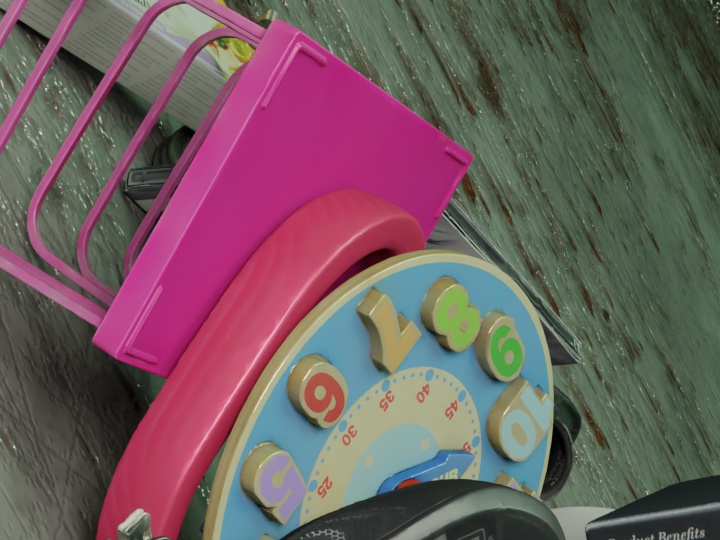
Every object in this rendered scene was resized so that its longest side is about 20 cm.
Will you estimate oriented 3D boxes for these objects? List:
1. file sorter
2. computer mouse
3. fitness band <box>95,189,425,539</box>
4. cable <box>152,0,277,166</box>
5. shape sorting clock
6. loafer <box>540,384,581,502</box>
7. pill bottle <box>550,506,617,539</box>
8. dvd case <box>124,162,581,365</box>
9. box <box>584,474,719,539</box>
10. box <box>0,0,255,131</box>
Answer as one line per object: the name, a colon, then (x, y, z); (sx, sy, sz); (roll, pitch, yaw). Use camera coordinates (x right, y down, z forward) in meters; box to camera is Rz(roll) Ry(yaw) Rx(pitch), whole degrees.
file sorter: (-0.068, -0.037, 1.175); (0.125, 0.139, 0.200); (31, 1, 24)
computer mouse: (-0.014, 0.130, 1.090); (0.053, 0.199, 0.139); (31, -48, 53)
fitness band: (-0.035, 0.061, 1.149); (0.037, 0.201, 0.144); (26, -13, 28)
cable: (-0.064, -0.070, 1.459); (0.097, 0.050, 0.200); (48, 32, -23)
shape sorting clock: (0.013, 0.089, 1.154); (0.039, 0.201, 0.200); (23, -12, 36)
loafer: (0.073, 0.090, 1.422); (0.070, 0.068, 0.200); (30, 9, 19)
pill bottle: (0.104, 0.221, 1.359); (0.120, 0.119, 0.201); (46, 38, -49)
dvd case: (0.000, 0.000, 1.369); (0.200, 0.148, 0.016); (46, 48, -50)
box: (0.182, 0.191, 1.257); (0.148, 0.107, 0.201); (-5, 85, -69)
box: (-0.093, -0.106, 1.343); (0.200, 0.041, 0.039); (31, 40, -45)
